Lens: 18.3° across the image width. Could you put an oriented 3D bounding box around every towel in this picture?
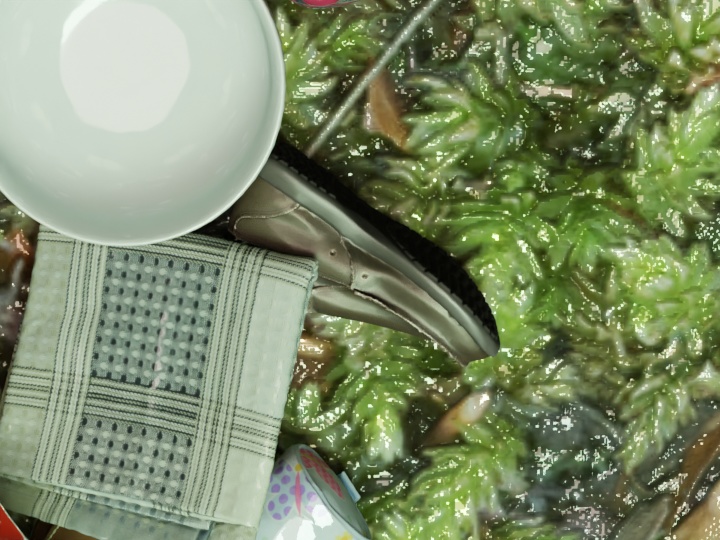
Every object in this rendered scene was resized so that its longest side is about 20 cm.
[{"bbox_3d":[-0.135,0.072,1.381,0.191,0.035,0.201,12,89,16],"label":"towel"}]

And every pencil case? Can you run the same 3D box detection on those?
[{"bbox_3d":[-0.088,0.199,1.444,0.200,0.091,0.083,-39,66,7],"label":"pencil case"}]

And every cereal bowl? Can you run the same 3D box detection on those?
[{"bbox_3d":[-0.143,-0.121,1.357,0.199,0.083,0.201,-1,106,-3],"label":"cereal bowl"}]

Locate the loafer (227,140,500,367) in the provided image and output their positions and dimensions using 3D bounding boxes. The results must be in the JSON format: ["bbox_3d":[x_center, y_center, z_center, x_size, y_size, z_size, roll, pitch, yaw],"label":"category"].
[{"bbox_3d":[0.000,0.000,1.410,0.200,0.073,0.071,37,105,-2],"label":"loafer"}]

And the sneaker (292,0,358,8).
[{"bbox_3d":[0.042,-0.214,1.347,0.199,0.075,0.081,-33,105,5],"label":"sneaker"}]

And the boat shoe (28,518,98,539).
[{"bbox_3d":[-0.142,0.138,1.432,0.076,0.074,0.200,40,100,-12],"label":"boat shoe"}]

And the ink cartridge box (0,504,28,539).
[{"bbox_3d":[-0.218,0.205,1.381,0.050,0.162,0.200,-39,96,-19],"label":"ink cartridge box"}]
